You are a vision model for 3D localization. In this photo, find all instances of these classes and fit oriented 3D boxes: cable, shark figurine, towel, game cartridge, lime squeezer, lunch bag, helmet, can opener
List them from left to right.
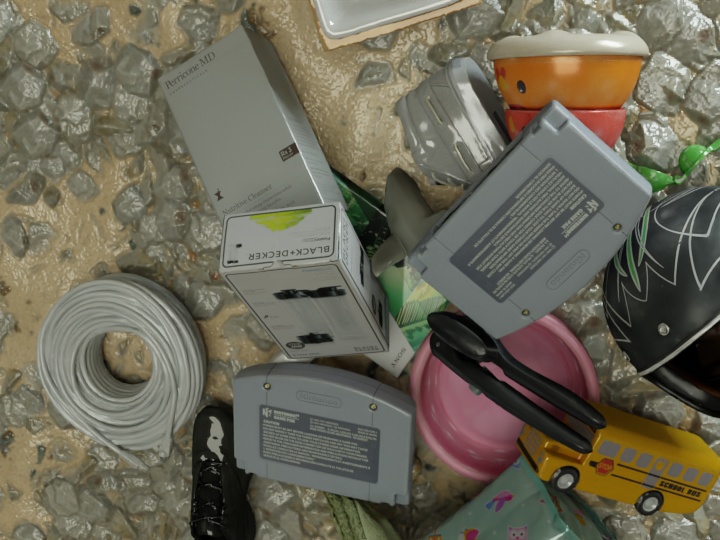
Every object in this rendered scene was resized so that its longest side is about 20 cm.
[{"bbox_3d":[-0.269,0.103,1.075,0.198,0.069,0.202,29,108,4],"label":"cable"},{"bbox_3d":[-0.038,0.166,0.988,0.197,0.042,0.135,9,109,15],"label":"game cartridge"},{"bbox_3d":[0.029,0.303,0.988,0.036,0.200,0.149,-41,114,0],"label":"towel"},{"bbox_3d":[0.100,-0.020,0.921,0.213,0.128,0.090,36,137,4],"label":"shark figurine"},{"bbox_3d":[0.144,0.109,0.910,0.199,0.078,0.064,38,111,23],"label":"can opener"},{"bbox_3d":[0.178,0.311,0.987,0.170,0.123,0.200,-41,132,11],"label":"lunch bag"},{"bbox_3d":[0.152,-0.035,0.838,0.132,0.042,0.200,36,120,-13],"label":"game cartridge"},{"bbox_3d":[0.303,-0.116,0.916,0.197,0.038,0.072,-12,72,16],"label":"lime squeezer"},{"bbox_3d":[0.315,0.020,0.854,0.189,0.201,0.201,30,110,-13],"label":"helmet"}]

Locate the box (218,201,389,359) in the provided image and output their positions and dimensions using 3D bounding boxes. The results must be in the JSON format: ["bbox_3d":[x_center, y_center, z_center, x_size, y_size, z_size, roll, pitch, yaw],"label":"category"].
[{"bbox_3d":[-0.046,0.016,0.904,0.115,0.201,0.061,-6,61,14],"label":"box"}]

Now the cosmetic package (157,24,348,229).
[{"bbox_3d":[-0.107,-0.125,0.946,0.112,0.081,0.202,-29,83,16],"label":"cosmetic package"}]

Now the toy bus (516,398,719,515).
[{"bbox_3d":[0.259,0.187,0.945,0.197,0.065,0.079,19,109,-21],"label":"toy bus"}]

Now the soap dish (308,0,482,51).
[{"bbox_3d":[0.014,-0.323,0.865,0.155,0.081,0.203,-13,102,15],"label":"soap dish"}]

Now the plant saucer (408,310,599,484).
[{"bbox_3d":[0.152,0.126,1.000,0.197,0.051,0.204,3,106,12],"label":"plant saucer"}]

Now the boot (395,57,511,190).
[{"bbox_3d":[0.114,-0.104,0.943,0.095,0.073,0.202,-26,96,30],"label":"boot"}]

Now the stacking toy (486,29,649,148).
[{"bbox_3d":[0.188,-0.114,0.866,0.143,0.146,0.204,1,99,12],"label":"stacking toy"}]

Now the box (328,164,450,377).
[{"bbox_3d":[0.000,0.000,1.005,0.199,0.036,0.145,34,109,0],"label":"box"}]

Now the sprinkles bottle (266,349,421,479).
[{"bbox_3d":[-0.017,0.158,1.035,0.068,0.068,0.201,-38,95,19],"label":"sprinkles bottle"}]

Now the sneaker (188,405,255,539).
[{"bbox_3d":[-0.162,0.257,1.082,0.075,0.091,0.204,-2,104,14],"label":"sneaker"}]
